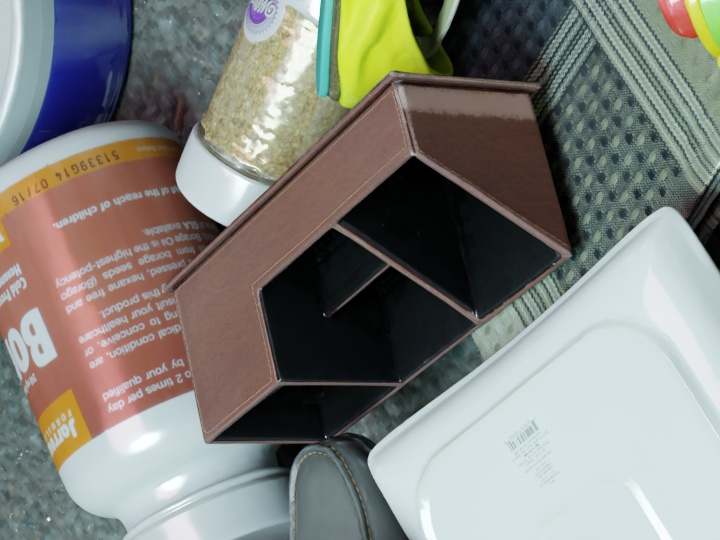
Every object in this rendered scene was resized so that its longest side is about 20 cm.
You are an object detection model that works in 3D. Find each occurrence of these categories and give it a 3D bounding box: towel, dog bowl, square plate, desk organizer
[{"bbox_3d":[0.086,-0.058,1.130,0.193,0.035,0.200,-57,41,30],"label":"towel"},{"bbox_3d":[-0.209,-0.125,1.365,0.200,0.079,0.200,4,97,39],"label":"dog bowl"},{"bbox_3d":[0.101,0.109,1.051,0.200,0.028,0.198,-42,73,39],"label":"square plate"},{"bbox_3d":[0.000,0.000,1.152,0.200,0.072,0.077,-41,55,49],"label":"desk organizer"}]

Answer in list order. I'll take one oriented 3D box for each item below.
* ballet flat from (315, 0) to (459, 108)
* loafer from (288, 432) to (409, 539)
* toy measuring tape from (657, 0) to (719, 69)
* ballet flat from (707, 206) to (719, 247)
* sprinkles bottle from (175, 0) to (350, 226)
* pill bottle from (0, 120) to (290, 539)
[{"bbox_3d":[0.012,-0.148,1.112,0.067,0.067,0.200,0,134,2],"label":"ballet flat"},{"bbox_3d":[-0.006,0.164,1.139,0.073,0.072,0.200,-30,65,49],"label":"loafer"},{"bbox_3d":[0.144,-0.143,1.027,0.074,0.074,0.200,-25,47,38],"label":"toy measuring tape"},{"bbox_3d":[0.215,-0.012,1.038,0.200,0.068,0.068,8,125,40],"label":"ballet flat"},{"bbox_3d":[-0.016,-0.113,1.217,0.068,0.068,0.200,38,116,30],"label":"sprinkles bottle"},{"bbox_3d":[-0.099,0.041,1.271,0.112,0.112,0.200,-35,72,36],"label":"pill bottle"}]
